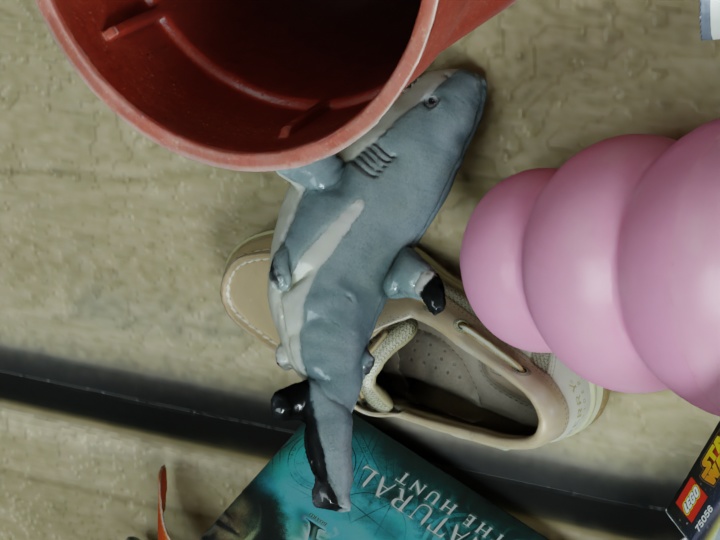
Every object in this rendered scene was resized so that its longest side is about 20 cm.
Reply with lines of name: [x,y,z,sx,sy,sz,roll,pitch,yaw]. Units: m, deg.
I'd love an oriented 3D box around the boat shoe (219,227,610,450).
boat shoe: [0.013,0.032,1.315,0.199,0.065,0.073,20,117,27]

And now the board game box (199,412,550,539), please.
board game box: [0.023,0.158,1.314,0.199,0.135,0.028,31,150,21]

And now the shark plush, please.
shark plush: [0.000,0.000,1.251,0.083,0.201,0.091,2,144,19]

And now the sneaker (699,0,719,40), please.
sneaker: [0.181,-0.184,1.136,0.082,0.070,0.201,8,112,8]

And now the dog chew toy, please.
dog chew toy: [0.124,-0.002,1.199,0.199,0.124,0.125,2,108,42]

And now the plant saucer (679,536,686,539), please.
plant saucer: [0.204,0.189,1.243,0.199,0.032,0.201,5,104,21]

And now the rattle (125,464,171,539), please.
rattle: [-0.072,0.208,1.394,0.200,0.143,0.130,49,151,-1]

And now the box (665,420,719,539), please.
box: [0.220,0.032,1.114,0.201,0.136,0.040,-61,39,22]

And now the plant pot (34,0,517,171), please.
plant pot: [-0.004,-0.162,1.175,0.200,0.195,0.202,12,113,30]
